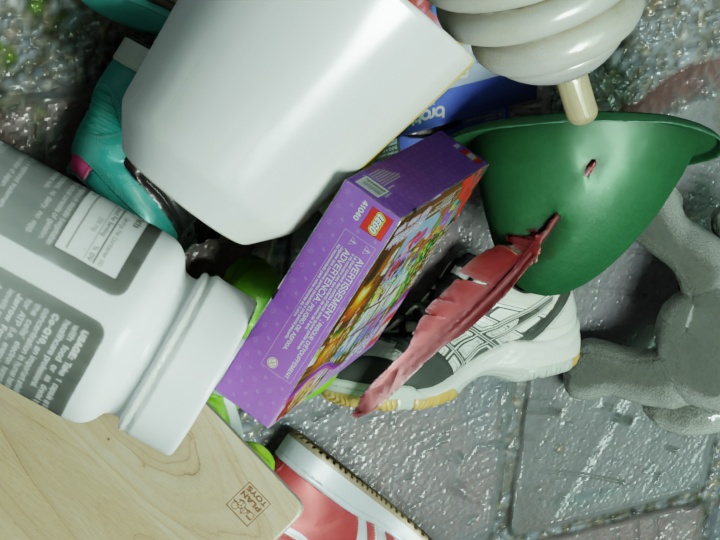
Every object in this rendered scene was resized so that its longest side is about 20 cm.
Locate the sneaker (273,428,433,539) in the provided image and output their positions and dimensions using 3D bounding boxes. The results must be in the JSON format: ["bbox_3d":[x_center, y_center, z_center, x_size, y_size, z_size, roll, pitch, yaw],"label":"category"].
[{"bbox_3d":[-0.013,0.200,1.432,0.113,0.071,0.200,-51,123,-4],"label":"sneaker"}]

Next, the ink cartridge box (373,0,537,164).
[{"bbox_3d":[0.051,-0.156,1.300,0.119,0.042,0.200,-16,124,-25],"label":"ink cartridge box"}]

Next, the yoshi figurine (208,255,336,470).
[{"bbox_3d":[-0.073,0.093,1.320,0.112,0.112,0.200,7,109,-53],"label":"yoshi figurine"}]

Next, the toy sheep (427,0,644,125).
[{"bbox_3d":[0.091,-0.168,1.145,0.138,0.138,0.200,-34,117,-13],"label":"toy sheep"}]

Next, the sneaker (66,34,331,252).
[{"bbox_3d":[-0.092,-0.033,1.241,0.200,0.084,0.121,37,87,-33],"label":"sneaker"}]

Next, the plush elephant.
[{"bbox_3d":[0.271,0.040,1.484,0.155,0.200,0.165,1,108,-54],"label":"plush elephant"}]

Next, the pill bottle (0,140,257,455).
[{"bbox_3d":[-0.165,0.010,1.141,0.200,0.114,0.114,30,98,-4],"label":"pill bottle"}]

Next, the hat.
[{"bbox_3d":[0.124,0.007,1.321,0.166,0.200,0.176,12,76,-48],"label":"hat"}]

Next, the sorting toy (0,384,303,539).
[{"bbox_3d":[-0.168,0.132,1.230,0.199,0.200,0.070,-44,175,-1],"label":"sorting toy"}]

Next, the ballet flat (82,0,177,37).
[{"bbox_3d":[-0.076,-0.144,1.213,0.200,0.071,0.071,28,98,-39],"label":"ballet flat"}]

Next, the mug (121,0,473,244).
[{"bbox_3d":[-0.033,-0.089,1.131,0.187,0.149,0.153,36,95,-32],"label":"mug"}]

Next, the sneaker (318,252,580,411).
[{"bbox_3d":[0.054,0.034,1.395,0.200,0.076,0.088,-14,110,-34],"label":"sneaker"}]

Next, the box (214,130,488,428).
[{"bbox_3d":[0.000,0.000,1.194,0.137,0.039,0.200,-57,172,19],"label":"box"}]
